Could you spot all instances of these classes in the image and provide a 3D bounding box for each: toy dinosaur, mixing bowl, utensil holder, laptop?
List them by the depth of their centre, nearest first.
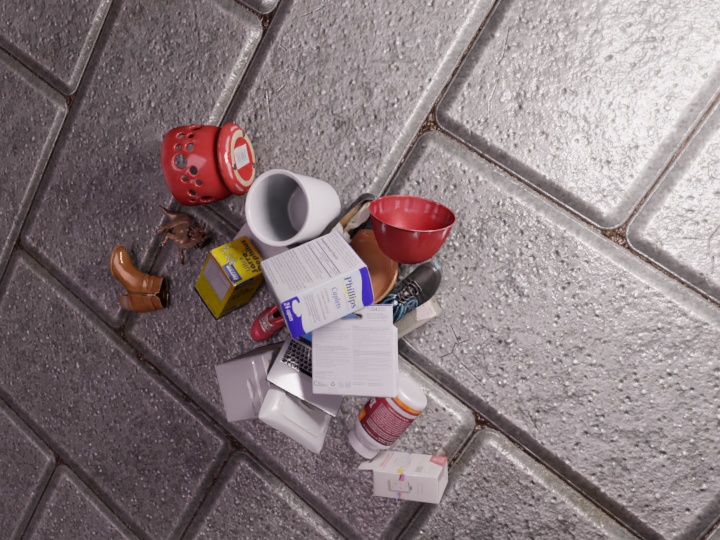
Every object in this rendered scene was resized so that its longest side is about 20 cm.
[{"bbox_3d":[0.109,-0.085,1.253,0.198,0.200,0.110,18,120,18],"label":"mixing bowl"},{"bbox_3d":[-0.086,0.195,1.277,0.186,0.202,0.116,29,146,-5],"label":"laptop"},{"bbox_3d":[-0.155,-0.148,1.326,0.167,0.200,0.173,2,96,19],"label":"utensil holder"},{"bbox_3d":[-0.481,-0.111,1.518,0.135,0.086,0.201,-34,66,9],"label":"toy dinosaur"}]

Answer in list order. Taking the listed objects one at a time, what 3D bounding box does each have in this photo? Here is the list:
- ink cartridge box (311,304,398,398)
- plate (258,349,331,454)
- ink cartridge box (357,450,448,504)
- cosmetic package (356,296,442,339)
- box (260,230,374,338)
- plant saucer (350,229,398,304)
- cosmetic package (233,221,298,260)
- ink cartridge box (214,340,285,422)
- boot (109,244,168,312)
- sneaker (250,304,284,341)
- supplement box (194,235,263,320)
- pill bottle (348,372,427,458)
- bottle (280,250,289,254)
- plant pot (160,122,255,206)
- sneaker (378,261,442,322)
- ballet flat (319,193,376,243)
[{"bbox_3d":[-0.013,0.175,1.225,0.193,0.043,0.203,-1,88,19],"label":"ink cartridge box"},{"bbox_3d":[-0.129,0.304,1.323,0.032,0.202,0.199,-19,131,44],"label":"plate"},{"bbox_3d":[0.103,0.493,1.329,0.197,0.116,0.069,-1,95,21],"label":"ink cartridge box"},{"bbox_3d":[0.086,0.109,1.326,0.199,0.071,0.106,-32,84,20],"label":"cosmetic package"},{"bbox_3d":[-0.096,0.026,1.211,0.198,0.184,0.106,-23,125,-12],"label":"box"},{"bbox_3d":[0.000,0.000,1.338,0.197,0.037,0.203,-6,71,18],"label":"plant saucer"},{"bbox_3d":[-0.223,-0.047,1.428,0.200,0.071,0.102,47,108,10],"label":"cosmetic package"},{"bbox_3d":[-0.240,0.273,1.393,0.144,0.200,0.149,-14,89,21],"label":"ink cartridge box"},{"bbox_3d":[-0.630,0.022,1.588,0.152,0.074,0.203,-2,106,22],"label":"boot"},{"bbox_3d":[-0.225,0.119,1.435,0.199,0.087,0.074,-36,81,19],"label":"sneaker"},{"bbox_3d":[-0.333,0.022,1.411,0.109,0.109,0.200,53,141,9],"label":"supplement box"},{"bbox_3d":[0.060,0.354,1.334,0.113,0.113,0.201,41,106,12],"label":"pill bottle"},{"bbox_3d":[-0.137,0.041,1.352,0.083,0.065,0.201,-35,121,-2],"label":"bottle"},{"bbox_3d":[-0.375,-0.270,1.403,0.180,0.200,0.204,-2,94,14],"label":"plant pot"},{"bbox_3d":[0.103,0.061,1.233,0.073,0.082,0.200,47,107,11],"label":"sneaker"},{"bbox_3d":[-0.032,-0.106,1.319,0.068,0.068,0.201,40,88,-21],"label":"ballet flat"}]
